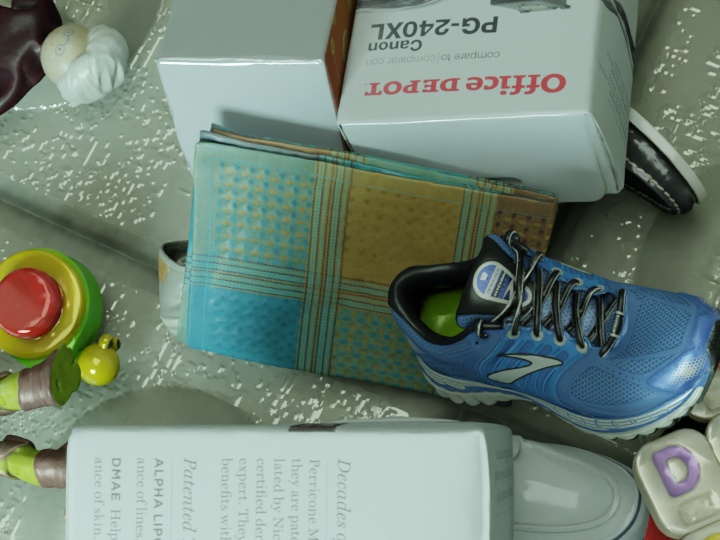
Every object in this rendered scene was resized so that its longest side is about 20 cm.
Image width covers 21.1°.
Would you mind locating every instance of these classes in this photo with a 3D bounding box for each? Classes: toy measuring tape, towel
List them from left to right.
[{"bbox_3d":[-0.220,0.002,1.164,0.199,0.074,0.074,34,80,15],"label":"toy measuring tape"},{"bbox_3d":[0.000,0.000,1.078,0.198,0.148,0.022,10,33,0],"label":"towel"}]

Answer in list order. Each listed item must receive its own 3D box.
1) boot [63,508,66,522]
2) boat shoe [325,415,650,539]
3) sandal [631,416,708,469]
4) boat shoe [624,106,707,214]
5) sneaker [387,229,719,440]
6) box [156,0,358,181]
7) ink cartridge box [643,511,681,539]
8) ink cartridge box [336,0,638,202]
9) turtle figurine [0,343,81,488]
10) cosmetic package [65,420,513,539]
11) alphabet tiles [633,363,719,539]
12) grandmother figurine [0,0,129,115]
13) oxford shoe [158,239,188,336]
[{"bbox_3d":[-0.086,0.212,1.066,0.199,0.071,0.145,10,73,11],"label":"boot"},{"bbox_3d":[0.058,0.119,1.050,0.198,0.065,0.074,0,63,25],"label":"boat shoe"},{"bbox_3d":[0.154,0.142,1.054,0.076,0.043,0.201,33,80,20],"label":"sandal"},{"bbox_3d":[0.113,-0.085,1.127,0.200,0.074,0.060,40,83,24],"label":"boat shoe"},{"bbox_3d":[0.093,0.030,0.980,0.199,0.089,0.079,1,59,40],"label":"sneaker"},{"bbox_3d":[-0.041,-0.150,1.124,0.097,0.125,0.201,1,52,12],"label":"box"},{"bbox_3d":[0.204,0.214,0.963,0.160,0.050,0.201,25,68,-18],"label":"ink cartridge box"},{"bbox_3d":[0.077,-0.144,1.083,0.144,0.084,0.201,-1,60,19],"label":"ink cartridge box"},{"bbox_3d":[-0.241,0.083,1.116,0.160,0.064,0.202,-7,92,16],"label":"turtle figurine"},{"bbox_3d":[-0.027,0.158,0.946,0.198,0.165,0.167,-1,86,8],"label":"cosmetic package"},{"bbox_3d":[0.244,0.099,0.966,0.199,0.015,0.197,-22,71,-7],"label":"alphabet tiles"},{"bbox_3d":[-0.239,-0.146,1.232,0.198,0.061,0.122,13,83,19],"label":"grandmother figurine"},{"bbox_3d":[-0.032,-0.021,1.131,0.199,0.075,0.058,-21,104,7],"label":"oxford shoe"}]
